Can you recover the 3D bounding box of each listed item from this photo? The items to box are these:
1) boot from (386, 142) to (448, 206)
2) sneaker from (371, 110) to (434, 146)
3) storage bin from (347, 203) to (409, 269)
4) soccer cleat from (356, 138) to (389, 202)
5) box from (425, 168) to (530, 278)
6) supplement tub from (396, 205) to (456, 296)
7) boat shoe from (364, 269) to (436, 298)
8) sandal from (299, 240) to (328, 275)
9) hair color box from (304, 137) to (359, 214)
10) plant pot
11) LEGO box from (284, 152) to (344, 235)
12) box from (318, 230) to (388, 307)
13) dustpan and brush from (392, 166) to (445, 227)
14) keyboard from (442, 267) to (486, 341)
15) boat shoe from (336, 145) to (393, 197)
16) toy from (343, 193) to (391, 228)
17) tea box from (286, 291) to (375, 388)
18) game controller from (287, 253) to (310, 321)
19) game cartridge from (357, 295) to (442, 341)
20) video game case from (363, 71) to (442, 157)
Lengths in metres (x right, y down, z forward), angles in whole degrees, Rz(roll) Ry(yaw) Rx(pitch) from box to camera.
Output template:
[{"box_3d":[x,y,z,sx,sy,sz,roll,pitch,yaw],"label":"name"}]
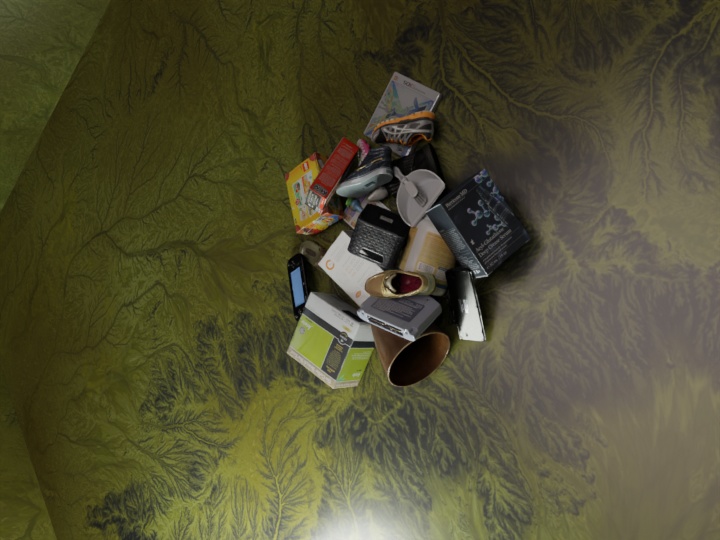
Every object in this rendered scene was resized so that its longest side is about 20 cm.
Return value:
[{"box_3d":[0.151,-0.230,1.514,0.155,0.079,0.216,-22,62,22],"label":"boot"},{"box_3d":[0.116,-0.381,1.537,0.196,0.078,0.079,-9,88,33],"label":"sneaker"},{"box_3d":[0.053,-0.095,1.470,0.132,0.200,0.096,21,111,2],"label":"storage bin"},{"box_3d":[0.017,-0.291,1.610,0.085,0.070,0.203,-26,70,3],"label":"soccer cleat"},{"box_3d":[0.279,-0.108,1.321,0.147,0.107,0.202,-37,94,-14],"label":"box"},{"box_3d":[0.183,-0.051,1.433,0.143,0.143,0.205,23,97,33],"label":"supplement tub"},{"box_3d":[0.087,0.030,1.361,0.196,0.066,0.076,-8,80,33],"label":"boat shoe"},{"box_3d":[-0.121,-0.036,1.687,0.198,0.057,0.082,21,96,34],"label":"sandal"},{"box_3d":[-0.082,-0.273,1.591,0.060,0.102,0.202,31,68,-1],"label":"hair color box"},{"box_3d":[0.107,0.164,1.455,0.188,0.185,0.201,-51,47,17],"label":"plant pot"},{"box_3d":[-0.144,-0.232,1.704,0.147,0.076,0.205,-26,70,37],"label":"LEGO box"},{"box_3d":[0.000,0.000,1.553,0.200,0.097,0.125,45,109,14],"label":"box"},{"box_3d":[0.129,-0.219,1.441,0.140,0.057,0.201,-52,29,17],"label":"dustpan and brush"},{"box_3d":[0.260,0.080,1.390,0.102,0.039,0.204,3,116,41],"label":"keyboard"},{"box_3d":[0.014,-0.273,1.545,0.197,0.070,0.093,-15,63,39],"label":"boat shoe"},{"box_3d":[0.025,-0.149,1.609,0.200,0.047,0.116,45,110,30],"label":"toy"},{"box_3d":[-0.075,0.198,1.582,0.198,0.133,0.200,30,100,33],"label":"tea box"},{"box_3d":[-0.189,0.052,1.718,0.104,0.041,0.205,-34,63,60],"label":"game controller"},{"box_3d":[0.101,0.097,1.384,0.198,0.041,0.133,20,54,44],"label":"game cartridge"},{"box_3d":[0.119,-0.449,1.599,0.181,0.022,0.203,37,105,32],"label":"video game case"}]
